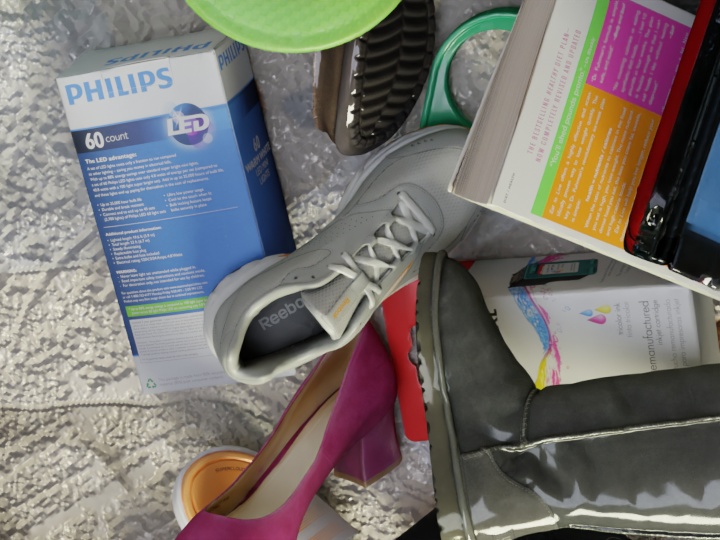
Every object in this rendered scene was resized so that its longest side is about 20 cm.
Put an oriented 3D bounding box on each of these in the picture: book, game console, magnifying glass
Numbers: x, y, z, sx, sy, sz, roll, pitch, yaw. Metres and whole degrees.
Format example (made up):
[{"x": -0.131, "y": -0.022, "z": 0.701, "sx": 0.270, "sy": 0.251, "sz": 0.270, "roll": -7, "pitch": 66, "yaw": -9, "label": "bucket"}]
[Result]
[{"x": 0.159, "y": -0.068, "z": 1.225, "sx": 0.199, "sy": 0.048, "sz": 0.135, "roll": 21, "pitch": 91, "yaw": -28, "label": "book"}, {"x": 0.216, "y": -0.089, "z": 1.166, "sx": 0.118, "sy": 0.172, "sz": 0.202, "roll": 18, "pitch": 85, "yaw": 6, "label": "game console"}, {"x": 0.048, "y": -0.067, "z": 1.347, "sx": 0.079, "sy": 0.022, "sz": 0.200, "roll": 39, "pitch": 114, "yaw": -1, "label": "magnifying glass"}]

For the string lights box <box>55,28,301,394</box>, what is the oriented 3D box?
[{"x": -0.100, "y": -0.034, "z": 1.379, "sx": 0.102, "sy": 0.059, "sz": 0.202, "roll": -7, "pitch": 108, "yaw": 18, "label": "string lights box"}]

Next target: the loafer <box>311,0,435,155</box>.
[{"x": -0.003, "y": -0.166, "z": 1.303, "sx": 0.071, "sy": 0.073, "sz": 0.202, "roll": 14, "pitch": 106, "yaw": 37, "label": "loafer"}]

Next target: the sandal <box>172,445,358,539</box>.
[{"x": -0.025, "y": 0.185, "z": 1.420, "sx": 0.207, "sy": 0.079, "sz": 0.059, "roll": 49, "pitch": 150, "yaw": -4, "label": "sandal"}]

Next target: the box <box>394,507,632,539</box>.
[{"x": 0.107, "y": 0.233, "z": 1.351, "sx": 0.199, "sy": 0.125, "sz": 0.148, "roll": 36, "pitch": 126, "yaw": -18, "label": "box"}]

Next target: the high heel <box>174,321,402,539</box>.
[{"x": -0.050, "y": 0.108, "z": 1.352, "sx": 0.067, "sy": 0.199, "sz": 0.097, "roll": 15, "pitch": 125, "yaw": 47, "label": "high heel"}]

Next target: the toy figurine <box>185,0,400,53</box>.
[{"x": -0.025, "y": -0.207, "z": 1.149, "sx": 0.149, "sy": 0.184, "sz": 0.202, "roll": 20, "pitch": 94, "yaw": -3, "label": "toy figurine"}]

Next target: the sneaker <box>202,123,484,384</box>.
[{"x": 0.000, "y": 0.000, "z": 1.306, "sx": 0.200, "sy": 0.092, "sz": 0.076, "roll": -40, "pitch": 106, "yaw": 7, "label": "sneaker"}]

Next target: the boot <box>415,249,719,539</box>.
[{"x": 0.134, "y": 0.065, "z": 1.263, "sx": 0.198, "sy": 0.073, "sz": 0.184, "roll": -10, "pitch": 81, "yaw": 9, "label": "boot"}]

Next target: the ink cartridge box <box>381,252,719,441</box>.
[{"x": 0.104, "y": 0.056, "z": 1.350, "sx": 0.198, "sy": 0.067, "sz": 0.117, "roll": -5, "pitch": 109, "yaw": 18, "label": "ink cartridge box"}]
